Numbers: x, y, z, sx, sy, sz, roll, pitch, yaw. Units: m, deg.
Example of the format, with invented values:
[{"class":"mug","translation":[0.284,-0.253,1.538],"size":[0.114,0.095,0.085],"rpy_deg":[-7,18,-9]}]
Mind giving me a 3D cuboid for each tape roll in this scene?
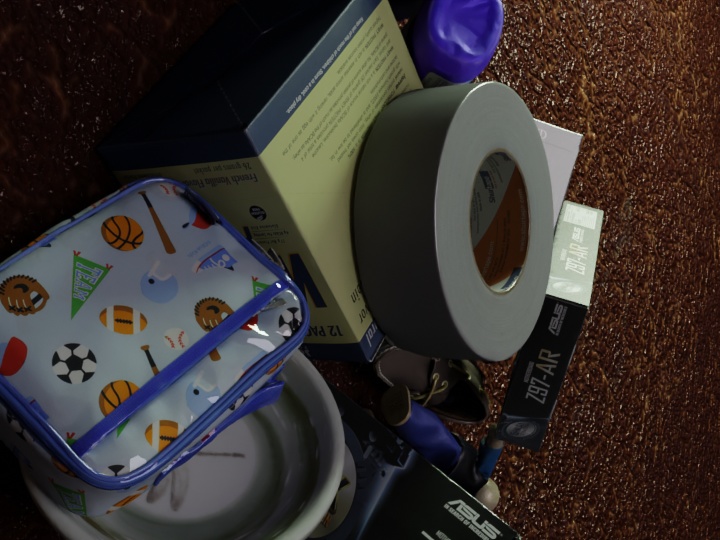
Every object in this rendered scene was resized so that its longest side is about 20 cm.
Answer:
[{"class":"tape roll","translation":[0.075,-0.035,0.735],"size":[0.200,0.066,0.201],"rpy_deg":[-4,95,-57]}]

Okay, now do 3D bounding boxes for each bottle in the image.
[{"class":"bottle","translation":[0.047,-0.163,0.830],"size":[0.065,0.200,0.084],"rpy_deg":[26,68,-11]}]

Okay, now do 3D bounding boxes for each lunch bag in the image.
[{"class":"lunch bag","translation":[-0.128,0.039,0.595],"size":[0.160,0.076,0.200],"rpy_deg":[44,50,7]}]

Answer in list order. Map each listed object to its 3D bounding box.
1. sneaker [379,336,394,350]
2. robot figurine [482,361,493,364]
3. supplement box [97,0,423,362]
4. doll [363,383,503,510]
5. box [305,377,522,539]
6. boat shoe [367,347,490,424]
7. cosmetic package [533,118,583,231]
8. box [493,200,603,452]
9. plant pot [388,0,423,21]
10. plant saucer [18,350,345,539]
[{"class":"sneaker","translation":[0.000,0.000,0.862],"size":[0.067,0.090,0.200],"rpy_deg":[51,24,-34]},{"class":"robot figurine","translation":[0.113,-0.005,1.008],"size":[0.200,0.058,0.145],"rpy_deg":[60,29,-23]},{"class":"supplement box","translation":[-0.044,-0.073,0.736],"size":[0.200,0.134,0.200],"rpy_deg":[-58,134,-38]},{"class":"doll","translation":[0.076,0.181,0.938],"size":[0.200,0.136,0.049],"rpy_deg":[45,14,-39]},{"class":"box","translation":[-0.022,0.189,0.672],"size":[0.164,0.200,0.086],"rpy_deg":[-36,151,-36]},{"class":"boat shoe","translation":[0.066,0.100,0.942],"size":[0.200,0.072,0.060],"rpy_deg":[33,27,-55]},{"class":"cosmetic package","translation":[0.112,-0.043,0.896],"size":[0.106,0.090,0.201],"rpy_deg":[14,96,-19]},{"class":"box","translation":[0.180,0.046,0.938],"size":[0.200,0.043,0.161],"rpy_deg":[-59,164,-58]},{"class":"plant pot","translation":[0.011,-0.315,0.787],"size":[0.177,0.199,0.201],"rpy_deg":[-8,96,-44]},{"class":"plant saucer","translation":[-0.111,0.111,0.628],"size":[0.200,0.200,0.050],"rpy_deg":[-51,166,-43]}]
